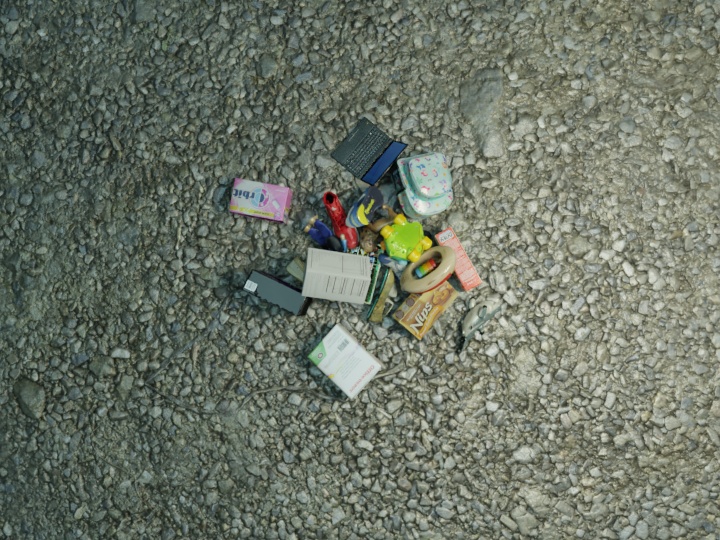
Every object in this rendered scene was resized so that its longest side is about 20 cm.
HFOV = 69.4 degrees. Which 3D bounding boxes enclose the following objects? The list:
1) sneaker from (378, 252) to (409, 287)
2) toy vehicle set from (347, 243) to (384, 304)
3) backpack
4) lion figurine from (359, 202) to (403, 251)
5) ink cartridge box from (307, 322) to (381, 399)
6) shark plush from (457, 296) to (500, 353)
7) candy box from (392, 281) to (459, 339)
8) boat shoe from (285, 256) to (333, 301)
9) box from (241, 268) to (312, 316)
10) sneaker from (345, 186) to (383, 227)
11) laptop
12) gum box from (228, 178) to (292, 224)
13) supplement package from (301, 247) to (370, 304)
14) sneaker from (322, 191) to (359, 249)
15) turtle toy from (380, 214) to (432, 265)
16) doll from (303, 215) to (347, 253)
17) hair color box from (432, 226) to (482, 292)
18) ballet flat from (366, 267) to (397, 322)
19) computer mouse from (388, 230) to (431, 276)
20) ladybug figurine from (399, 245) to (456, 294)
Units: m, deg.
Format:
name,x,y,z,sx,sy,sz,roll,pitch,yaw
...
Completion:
name,x,y,z,sx,sy,sz,roll,pitch,yaw
sneaker,0.138,0.014,1.679,0.199,0.075,0.089,26,101,-7
toy vehicle set,0.000,0.000,1.728,0.123,0.027,0.202,14,88,5
backpack,0.204,-0.271,1.664,0.176,0.150,0.202,-16,92,-22
lion figurine,0.073,-0.145,1.683,0.199,0.123,0.073,-36,128,7
ink cartridge box,-0.048,0.292,1.686,0.200,0.084,0.145,42,91,6
shark plush,0.376,0.182,1.670,0.083,0.091,0.201,28,84,-24
candy box,0.209,0.110,1.663,0.200,0.055,0.115,-49,122,1
boat shoe,-0.154,0.026,1.713,0.199,0.074,0.069,36,91,10
box,-0.265,0.073,1.688,0.199,0.141,0.079,25,87,5
sneaker,0.011,-0.207,1.682,0.082,0.200,0.074,-25,110,40
laptop,0.028,-0.395,1.710,0.200,0.103,0.177,41,90,6
gum box,-0.340,-0.234,1.748,0.198,0.066,0.115,11,86,6
supplement package,-0.076,0.018,1.622,0.198,0.114,0.110,9,131,-8
sneaker,-0.075,-0.166,1.685,0.078,0.116,0.201,-32,73,4
turtle toy,0.141,-0.094,1.624,0.146,0.101,0.200,42,48,5
doll,-0.099,-0.082,1.702,0.200,0.048,0.137,45,132,6
hair color box,0.308,-0.032,1.663,0.064,0.111,0.201,-28,84,2
ballet flat,0.081,0.085,1.674,0.070,0.071,0.201,24,115,6
computer mouse,0.159,-0.054,1.715,0.059,0.034,0.200,41,91,5
ladybug figurine,0.211,0.006,1.592,0.199,0.072,0.136,-33,40,14
